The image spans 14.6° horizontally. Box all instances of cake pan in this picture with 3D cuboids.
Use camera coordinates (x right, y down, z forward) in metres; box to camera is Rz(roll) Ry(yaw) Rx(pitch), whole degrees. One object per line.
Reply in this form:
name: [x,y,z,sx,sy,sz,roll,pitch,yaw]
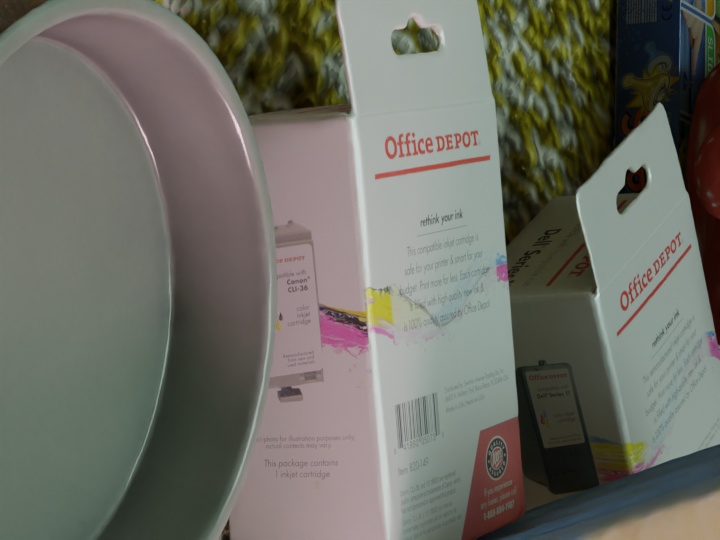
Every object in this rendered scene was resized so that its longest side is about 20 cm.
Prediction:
cake pan: [-0.091,0.016,0.838,0.200,0.037,0.200,-15,107,-60]

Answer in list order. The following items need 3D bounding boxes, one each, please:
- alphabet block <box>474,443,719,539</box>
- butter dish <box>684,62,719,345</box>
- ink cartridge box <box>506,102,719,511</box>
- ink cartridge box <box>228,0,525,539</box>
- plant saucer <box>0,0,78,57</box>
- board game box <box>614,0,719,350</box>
alphabet block: [0.127,0.173,1.014,0.200,0.195,0.196,70,16,3]
butter dish: [0.210,-0.036,1.249,0.148,0.199,0.200,9,78,-37]
ink cartridge box: [0.101,0.041,1.190,0.117,0.067,0.200,-43,125,-55]
ink cartridge box: [0.000,0.000,1.005,0.116,0.067,0.200,-12,98,-62]
plant saucer: [-0.088,-0.159,0.817,0.200,0.037,0.200,-33,142,-31]
board game box: [0.163,-0.069,1.356,0.135,0.034,0.200,20,70,-60]
